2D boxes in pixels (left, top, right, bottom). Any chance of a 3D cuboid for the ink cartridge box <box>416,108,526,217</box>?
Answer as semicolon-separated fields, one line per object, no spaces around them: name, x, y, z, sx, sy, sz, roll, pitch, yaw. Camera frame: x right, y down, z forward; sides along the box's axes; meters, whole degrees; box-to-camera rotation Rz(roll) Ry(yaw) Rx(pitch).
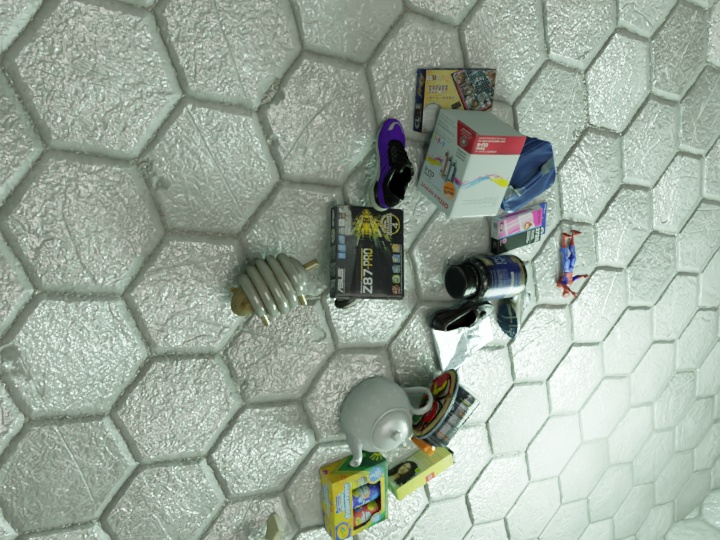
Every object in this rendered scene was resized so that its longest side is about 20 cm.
ink cartridge box;0.241;-0.236;1.440;0.144;0.145;0.201;-6;127;-30

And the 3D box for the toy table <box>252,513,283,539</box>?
toy table;-0.213;0.698;1.554;0.200;0.184;0.117;21;114;-49

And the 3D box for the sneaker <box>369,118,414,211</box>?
sneaker;0.079;-0.228;1.368;0.069;0.099;0.201;10;83;-30

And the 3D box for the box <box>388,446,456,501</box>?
box;0.164;0.549;1.789;0.199;0.075;0.050;-26;122;-23

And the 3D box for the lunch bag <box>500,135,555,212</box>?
lunch bag;0.367;-0.234;1.557;0.200;0.132;0.136;-35;124;-17

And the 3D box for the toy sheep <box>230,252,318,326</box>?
toy sheep;-0.175;0.031;1.322;0.200;0.138;0.138;-32;124;-13

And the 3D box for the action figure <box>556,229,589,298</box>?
action figure;0.609;-0.003;1.836;0.065;0.099;0.201;-15;119;-26

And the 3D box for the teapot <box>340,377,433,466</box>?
teapot;0.059;0.370;1.602;0.197;0.146;0.201;12;102;-36

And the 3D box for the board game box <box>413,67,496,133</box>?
board game box;0.213;-0.384;1.456;0.199;0.035;0.136;-10;115;-29

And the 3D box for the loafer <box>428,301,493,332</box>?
loafer;0.270;0.125;1.662;0.199;0.063;0.072;-11;114;-28

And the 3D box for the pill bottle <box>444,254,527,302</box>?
pill bottle;0.317;0.021;1.643;0.199;0.112;0.112;-5;112;-32

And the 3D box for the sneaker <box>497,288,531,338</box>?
sneaker;0.430;0.092;1.772;0.085;0.077;0.201;-19;119;-30

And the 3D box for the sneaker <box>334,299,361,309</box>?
sneaker;0.000;0.000;1.463;0.079;0.074;0.200;42;78;-28

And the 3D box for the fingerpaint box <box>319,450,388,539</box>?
fingerpaint box;-0.014;0.585;1.689;0.166;0.073;0.201;-14;116;-28

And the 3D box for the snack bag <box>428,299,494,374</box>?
snack bag;0.278;0.165;1.736;0.199;0.021;0.189;-29;122;-20

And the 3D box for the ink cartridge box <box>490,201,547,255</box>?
ink cartridge box;0.428;-0.112;1.710;0.199;0.037;0.095;-19;119;-28

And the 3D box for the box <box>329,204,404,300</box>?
box;0.015;-0.037;1.403;0.160;0.049;0.201;3;84;-19

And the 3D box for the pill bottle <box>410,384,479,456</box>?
pill bottle;0.222;0.400;1.744;0.200;0.106;0.106;-51;127;-5

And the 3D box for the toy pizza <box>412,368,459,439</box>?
toy pizza;0.184;0.335;1.654;0.032;0.200;0.201;31;91;-8
